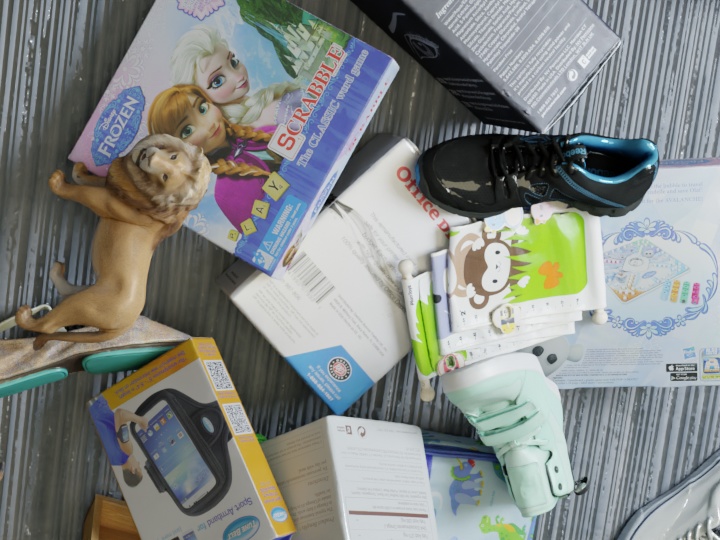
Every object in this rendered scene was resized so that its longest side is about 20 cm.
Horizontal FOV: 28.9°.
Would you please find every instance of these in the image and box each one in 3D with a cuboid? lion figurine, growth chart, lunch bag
[{"bbox_3d":[-0.189,-0.015,1.090,0.122,0.072,0.201,17,104,14],"label":"lion figurine"},{"bbox_3d":[0.124,0.012,1.185,0.200,0.018,0.145,-20,108,-14],"label":"growth chart"},{"bbox_3d":[0.070,0.250,1.265,0.160,0.082,0.201,12,95,-14],"label":"lunch bag"}]

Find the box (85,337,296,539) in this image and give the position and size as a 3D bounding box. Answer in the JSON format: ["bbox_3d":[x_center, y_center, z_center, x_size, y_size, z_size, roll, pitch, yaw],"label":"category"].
[{"bbox_3d":[-0.135,0.169,1.135,0.119,0.041,0.200,-31,73,20],"label":"box"}]

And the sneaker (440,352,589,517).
[{"bbox_3d":[0.133,0.140,1.158,0.074,0.200,0.119,-20,67,21],"label":"sneaker"}]

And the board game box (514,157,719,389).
[{"bbox_3d":[0.223,0.004,1.237,0.199,0.043,0.200,-1,106,9],"label":"board game box"}]

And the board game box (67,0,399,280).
[{"bbox_3d":[-0.103,-0.127,1.129,0.199,0.041,0.200,29,91,10],"label":"board game box"}]

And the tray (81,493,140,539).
[{"bbox_3d":[-0.140,0.262,1.198,0.200,0.099,0.037,19,118,-17],"label":"tray"}]

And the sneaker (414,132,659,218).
[{"bbox_3d":[0.145,-0.088,1.138,0.199,0.082,0.073,-1,71,-9],"label":"sneaker"}]

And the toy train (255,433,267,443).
[{"bbox_3d":[-0.101,0.173,1.217,0.200,0.042,0.056,53,51,-16],"label":"toy train"}]

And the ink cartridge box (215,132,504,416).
[{"bbox_3d":[0.000,0.000,1.200,0.200,0.084,0.145,-42,108,-5],"label":"ink cartridge box"}]

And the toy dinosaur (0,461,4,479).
[{"bbox_3d":[-0.371,0.106,1.126,0.135,0.086,0.201,-12,86,-23],"label":"toy dinosaur"}]

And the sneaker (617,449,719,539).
[{"bbox_3d":[0.319,0.242,1.333,0.200,0.071,0.073,-45,107,-4],"label":"sneaker"}]

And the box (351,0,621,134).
[{"bbox_3d":[0.090,-0.217,1.153,0.200,0.148,0.104,41,88,-18],"label":"box"}]

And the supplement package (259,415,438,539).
[{"bbox_3d":[-0.012,0.235,1.153,0.117,0.117,0.201,13,61,-45],"label":"supplement package"}]

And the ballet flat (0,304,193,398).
[{"bbox_3d":[-0.239,0.057,1.160,0.199,0.068,0.067,-11,74,-15],"label":"ballet flat"}]
